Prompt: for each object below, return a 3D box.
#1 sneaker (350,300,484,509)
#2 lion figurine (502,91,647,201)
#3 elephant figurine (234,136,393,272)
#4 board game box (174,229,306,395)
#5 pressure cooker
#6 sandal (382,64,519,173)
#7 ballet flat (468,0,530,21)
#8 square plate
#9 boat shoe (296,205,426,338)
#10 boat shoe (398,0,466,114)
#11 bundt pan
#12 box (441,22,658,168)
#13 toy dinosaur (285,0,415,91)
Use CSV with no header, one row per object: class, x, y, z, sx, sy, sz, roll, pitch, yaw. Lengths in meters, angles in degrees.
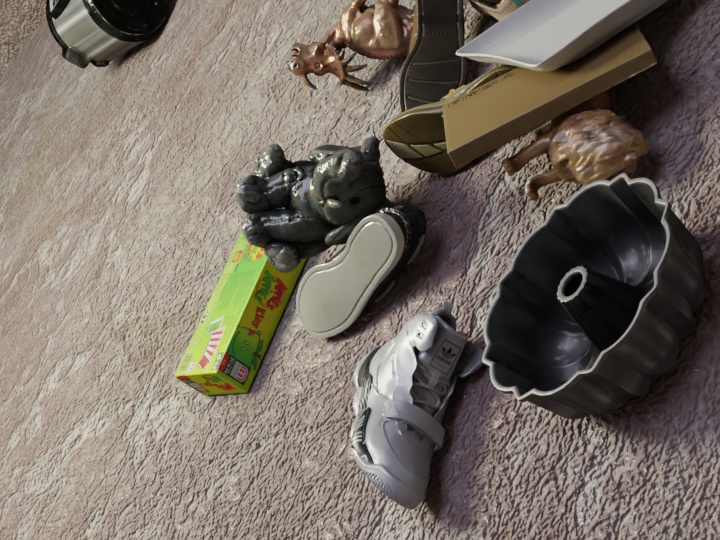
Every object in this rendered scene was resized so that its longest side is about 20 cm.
sneaker,0.051,0.110,1.435,0.115,0.075,0.201,-47,24,24
lion figurine,0.194,-0.129,1.472,0.122,0.073,0.201,-30,30,23
elephant figurine,-0.020,-0.078,1.693,0.199,0.142,0.156,-17,29,38
board game box,-0.130,0.040,1.857,0.101,0.047,0.202,-10,52,56
pressure cooker,-0.442,-0.448,2.815,0.175,0.180,0.199,-25,5,-37
sandal,0.108,-0.158,1.653,0.199,0.080,0.054,-28,21,41
ballet flat,0.147,-0.307,1.758,0.068,0.067,0.200,-52,26,5
square plate,0.208,-0.241,1.544,0.199,0.029,0.198,-34,19,-10
boat shoe,0.000,0.000,1.666,0.060,0.074,0.200,-24,-20,-42
boat shoe,0.085,-0.229,1.787,0.068,0.071,0.202,79,-159,-71
bundt pan,0.190,0.029,1.288,0.202,0.075,0.203,-40,31,30
box,0.167,-0.166,1.492,0.198,0.021,0.164,-26,18,10
toy dinosaur,0.020,-0.276,1.935,0.198,0.086,0.137,-6,64,38
